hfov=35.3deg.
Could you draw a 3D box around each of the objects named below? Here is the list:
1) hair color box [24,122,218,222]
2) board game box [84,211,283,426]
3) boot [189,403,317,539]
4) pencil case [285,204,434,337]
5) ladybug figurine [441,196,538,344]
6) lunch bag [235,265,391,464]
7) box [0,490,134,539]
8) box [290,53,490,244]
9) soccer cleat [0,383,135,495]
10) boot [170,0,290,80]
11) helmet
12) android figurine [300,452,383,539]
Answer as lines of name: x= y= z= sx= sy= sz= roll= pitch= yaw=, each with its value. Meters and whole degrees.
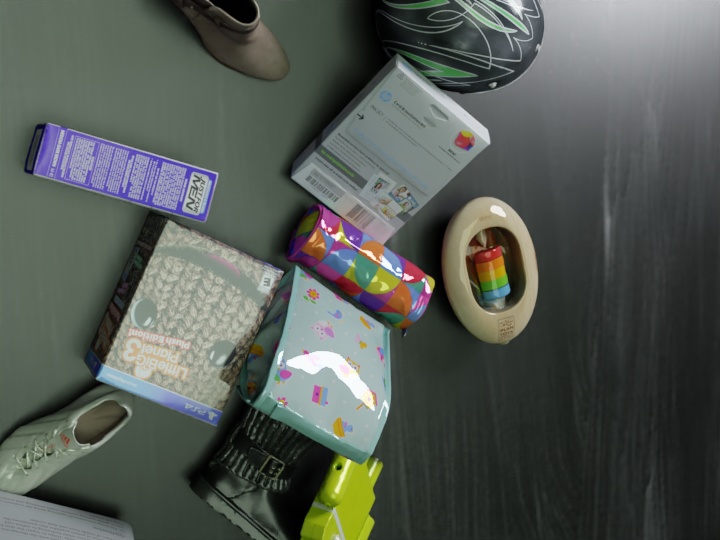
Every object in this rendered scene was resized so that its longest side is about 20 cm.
hair color box: x=-0.273 y=-0.112 z=1.291 sx=0.198 sy=0.109 sz=0.066 roll=17 pitch=90 yaw=-23
board game box: x=-0.211 y=0.056 z=1.346 sx=0.158 sy=0.097 sz=0.202 roll=24 pitch=88 yaw=-22
boot: x=-0.095 y=0.267 z=1.431 sx=0.211 sy=0.079 sz=0.158 roll=42 pitch=82 yaw=-21
pencil case: x=0.000 y=0.000 z=1.429 sx=0.199 sy=0.088 sz=0.089 roll=35 pitch=84 yaw=-21
ladybug figurine: x=0.165 y=0.001 z=1.498 sx=0.134 sy=0.072 sz=0.202 roll=-14 pitch=102 yaw=-19
lunch bag: x=-0.055 y=0.125 z=1.359 sx=0.170 sy=0.201 sz=0.122 roll=33 pitch=126 yaw=-23
box: x=-0.373 y=0.387 z=1.275 sx=0.197 sy=0.171 sz=0.202 roll=20 pitch=101 yaw=-23
box: x=0.035 y=-0.143 z=1.389 sx=0.155 sy=0.041 sz=0.200 roll=35 pitch=119 yaw=-21
soccer cleat: x=-0.351 y=0.199 z=1.317 sx=0.199 sy=0.078 sz=0.070 roll=-35 pitch=108 yaw=-7
boot: x=-0.144 y=-0.285 z=1.296 sx=0.199 sy=0.146 sz=0.071 roll=32 pitch=84 yaw=-22
helmet: x=0.119 y=-0.311 z=1.371 sx=0.198 sy=0.190 sz=0.203 roll=-3 pitch=99 yaw=-20
android figurine: x=-0.024 y=0.305 z=1.422 sx=0.183 sy=0.041 sz=0.201 roll=79 pitch=30 yaw=-47
